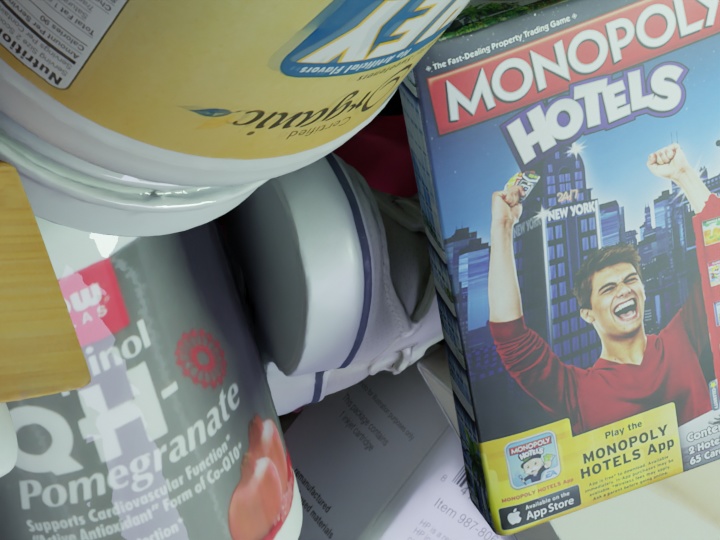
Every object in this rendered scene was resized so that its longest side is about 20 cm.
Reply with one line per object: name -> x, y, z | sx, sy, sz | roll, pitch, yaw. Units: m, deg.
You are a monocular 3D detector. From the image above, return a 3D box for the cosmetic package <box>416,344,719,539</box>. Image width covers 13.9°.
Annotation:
cosmetic package -> 0.131, 0.023, 0.939 | 0.200, 0.104, 0.073 | -35, -151, -9

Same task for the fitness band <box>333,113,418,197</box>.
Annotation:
fitness band -> 0.011, -0.096, 0.899 | 0.200, 0.037, 0.144 | 18, 107, -50

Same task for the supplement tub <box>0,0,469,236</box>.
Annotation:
supplement tub -> -0.028, -0.110, 0.690 | 0.144, 0.145, 0.200 | -21, 163, -38

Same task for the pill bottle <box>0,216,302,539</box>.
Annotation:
pill bottle -> -0.092, 0.007, 0.861 | 0.110, 0.111, 0.201 | -27, 122, -19

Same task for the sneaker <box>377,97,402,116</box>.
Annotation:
sneaker -> -0.042, -0.058, 0.999 | 0.079, 0.076, 0.200 | -31, 166, 8

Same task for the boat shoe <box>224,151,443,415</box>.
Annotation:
boat shoe -> 0.000, 0.000, 0.892 | 0.069, 0.071, 0.200 | -15, 167, -7

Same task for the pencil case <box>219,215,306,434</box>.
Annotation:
pencil case -> -0.064, 0.065, 1.077 | 0.086, 0.083, 0.200 | -5, 141, -24

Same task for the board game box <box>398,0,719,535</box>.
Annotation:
board game box -> 0.102, -0.054, 0.818 | 0.199, 0.201, 0.062 | -18, -154, -15

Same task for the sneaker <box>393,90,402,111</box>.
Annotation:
sneaker -> -0.035, -0.028, 1.132 | 0.200, 0.076, 0.114 | -25, 162, -40

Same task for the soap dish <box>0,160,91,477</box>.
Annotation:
soap dish -> -0.186, 0.001, 0.692 | 0.199, 0.082, 0.157 | 9, -173, 30

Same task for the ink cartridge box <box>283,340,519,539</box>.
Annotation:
ink cartridge box -> 0.084, 0.042, 1.017 | 0.144, 0.084, 0.200 | 35, 95, -32
